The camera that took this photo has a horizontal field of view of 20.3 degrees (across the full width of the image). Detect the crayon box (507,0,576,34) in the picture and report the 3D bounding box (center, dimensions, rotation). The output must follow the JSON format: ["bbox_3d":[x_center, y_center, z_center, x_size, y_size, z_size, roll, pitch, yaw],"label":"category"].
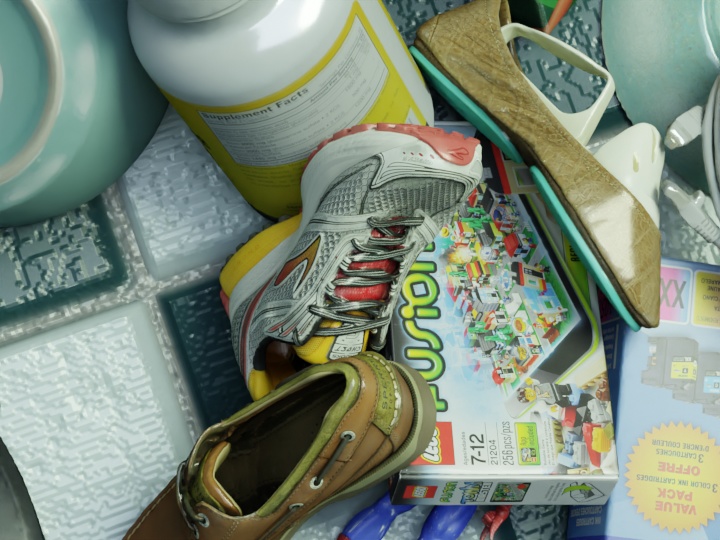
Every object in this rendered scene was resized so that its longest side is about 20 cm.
[{"bbox_3d":[0.096,-0.227,1.005,0.051,0.200,0.127,33,76,29],"label":"crayon box"}]

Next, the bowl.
[{"bbox_3d":[-0.188,-0.104,0.948,0.198,0.105,0.203,0,106,0],"label":"bowl"}]

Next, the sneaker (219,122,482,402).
[{"bbox_3d":[0.000,0.000,0.954,0.077,0.200,0.083,8,55,-26],"label":"sneaker"}]

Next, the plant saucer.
[{"bbox_3d":[0.231,-0.134,1.093,0.199,0.039,0.203,1,82,-9],"label":"plant saucer"}]

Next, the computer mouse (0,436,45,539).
[{"bbox_3d":[-0.203,0.137,0.975,0.138,0.053,0.201,-28,86,-13],"label":"computer mouse"}]

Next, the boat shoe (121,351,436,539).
[{"bbox_3d":[-0.059,0.101,0.953,0.200,0.068,0.072,-41,59,20],"label":"boat shoe"}]

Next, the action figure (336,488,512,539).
[{"bbox_3d":[0.048,0.106,1.024,0.065,0.052,0.200,41,75,3],"label":"action figure"}]

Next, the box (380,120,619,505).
[{"bbox_3d":[0.064,0.019,1.010,0.109,0.035,0.202,0,61,-8],"label":"box"}]

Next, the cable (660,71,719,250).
[{"bbox_3d":[0.262,-0.048,1.005,0.200,0.069,0.200,45,54,-6],"label":"cable"}]

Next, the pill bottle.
[{"bbox_3d":[-0.043,-0.109,0.953,0.111,0.200,0.113,-9,60,16],"label":"pill bottle"}]

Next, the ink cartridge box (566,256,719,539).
[{"bbox_3d":[0.182,0.102,1.031,0.135,0.076,0.202,7,82,-8],"label":"ink cartridge box"}]

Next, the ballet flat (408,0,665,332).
[{"bbox_3d":[0.104,-0.064,0.999,0.072,0.068,0.201,-38,65,2],"label":"ballet flat"}]
